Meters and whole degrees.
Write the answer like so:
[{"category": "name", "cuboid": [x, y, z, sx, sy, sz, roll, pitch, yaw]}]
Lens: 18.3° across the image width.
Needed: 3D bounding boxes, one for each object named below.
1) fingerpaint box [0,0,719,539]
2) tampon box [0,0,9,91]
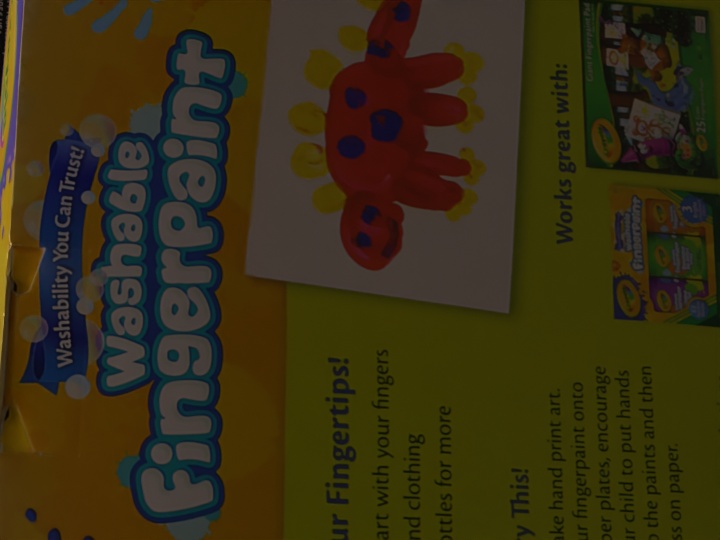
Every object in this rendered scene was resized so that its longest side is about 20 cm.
[{"category": "fingerpaint box", "cuboid": [0.004, 0.031, 0.467, 0.073, 0.166, 0.201, 122, 150, -67]}, {"category": "tampon box", "cuboid": [-0.089, -0.109, 0.912, 0.150, 0.199, 0.127, -155, 69, -80]}]
